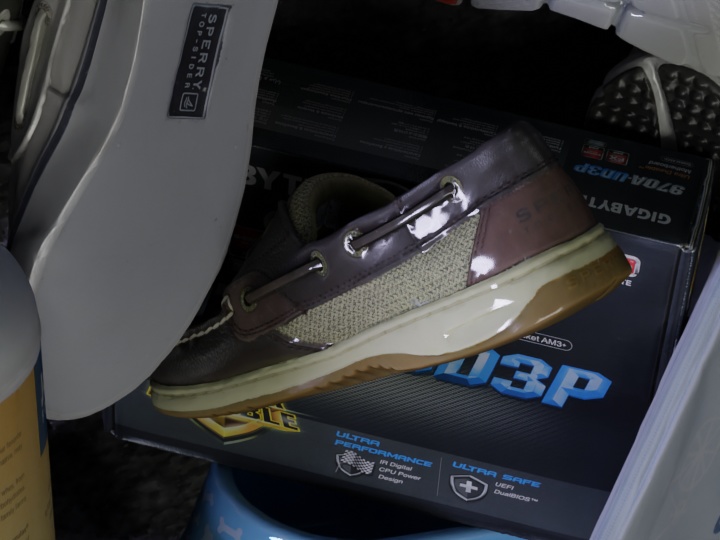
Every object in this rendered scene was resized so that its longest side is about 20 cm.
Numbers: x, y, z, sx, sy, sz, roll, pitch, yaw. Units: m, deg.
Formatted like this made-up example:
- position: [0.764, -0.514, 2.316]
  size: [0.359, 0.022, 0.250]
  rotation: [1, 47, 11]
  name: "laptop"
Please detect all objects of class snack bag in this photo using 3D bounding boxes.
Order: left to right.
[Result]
- position: [0.133, 0.046, 0.940]
  size: [0.190, 0.021, 0.200]
  rotation: [-66, 155, 3]
  name: "snack bag"

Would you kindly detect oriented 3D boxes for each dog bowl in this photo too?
- position: [0.029, 0.089, 1.008]
  size: [0.199, 0.112, 0.050]
  rotation: [-6, 122, -25]
  name: "dog bowl"

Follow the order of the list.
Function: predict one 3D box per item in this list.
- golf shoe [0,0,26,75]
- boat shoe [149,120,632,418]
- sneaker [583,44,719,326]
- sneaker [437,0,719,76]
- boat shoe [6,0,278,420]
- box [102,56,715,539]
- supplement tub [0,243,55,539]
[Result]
- position: [-0.138, -0.060, 0.849]
  size: [0.088, 0.077, 0.201]
  rotation: [-21, 136, -3]
  name: "golf shoe"
- position: [0.000, 0.000, 0.842]
  size: [0.199, 0.065, 0.073]
  rotation: [-18, -177, 44]
  name: "boat shoe"
- position: [0.109, -0.014, 0.951]
  size: [0.073, 0.080, 0.201]
  rotation: [22, 136, 8]
  name: "sneaker"
- position: [0.058, -0.128, 0.845]
  size: [0.199, 0.082, 0.077]
  rotation: [21, 156, -7]
  name: "sneaker"
- position: [-0.077, -0.055, 0.833]
  size: [0.072, 0.066, 0.201]
  rotation: [-1, 114, -38]
  name: "boat shoe"
- position: [0.011, 0.012, 0.923]
  size: [0.199, 0.046, 0.160]
  rotation: [14, 135, 8]
  name: "box"
- position: [-0.161, 0.065, 0.786]
  size: [0.144, 0.145, 0.201]
  rotation: [-5, 114, -10]
  name: "supplement tub"
